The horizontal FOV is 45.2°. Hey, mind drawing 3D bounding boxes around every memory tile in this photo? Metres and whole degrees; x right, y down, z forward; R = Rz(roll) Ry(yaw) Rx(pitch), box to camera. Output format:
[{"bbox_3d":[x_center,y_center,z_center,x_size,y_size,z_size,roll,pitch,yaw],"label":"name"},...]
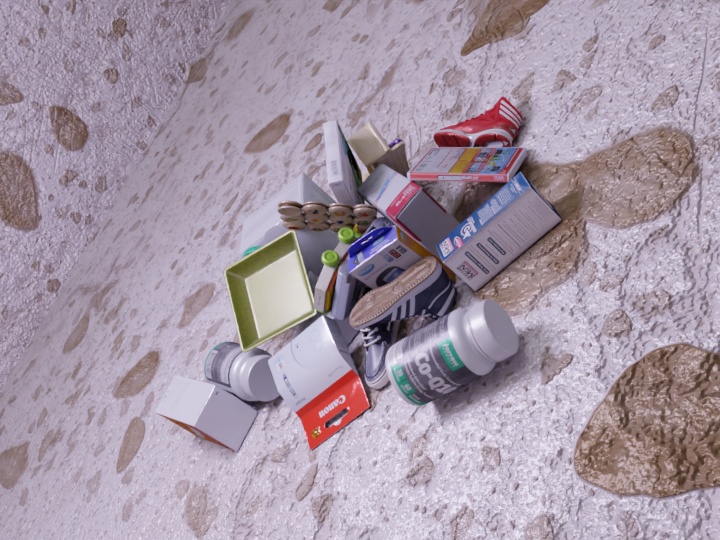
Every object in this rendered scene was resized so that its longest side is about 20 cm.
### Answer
[{"bbox_3d":[-0.064,-0.105,1.739,0.153,0.198,0.017,92,-179,-74],"label":"memory tile"}]

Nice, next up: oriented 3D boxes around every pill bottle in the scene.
[{"bbox_3d":[-0.247,0.218,1.857,0.199,0.113,0.114,6,62,54],"label":"pill bottle"},{"bbox_3d":[0.148,0.132,1.405,0.199,0.113,0.114,-33,35,30],"label":"pill bottle"}]

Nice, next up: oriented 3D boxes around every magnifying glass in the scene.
[{"bbox_3d":[-0.168,0.009,1.884,0.080,0.199,0.022,-47,24,31],"label":"magnifying glass"}]

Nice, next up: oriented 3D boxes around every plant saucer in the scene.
[{"bbox_3d":[-0.179,0.047,1.802,0.199,0.048,0.201,-28,63,22],"label":"plant saucer"}]

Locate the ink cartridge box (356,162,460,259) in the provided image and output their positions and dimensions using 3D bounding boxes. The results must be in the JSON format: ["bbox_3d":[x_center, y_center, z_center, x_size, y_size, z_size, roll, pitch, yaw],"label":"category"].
[{"bbox_3d":[0.097,-0.121,1.720,0.083,0.146,0.200,-50,31,2],"label":"ink cartridge box"}]

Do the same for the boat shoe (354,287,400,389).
[{"bbox_3d":[0.021,0.118,1.623,0.074,0.093,0.201,-26,39,36],"label":"boat shoe"}]

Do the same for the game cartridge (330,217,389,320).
[{"bbox_3d":[0.000,0.000,1.686,0.200,0.041,0.134,-54,-14,-46],"label":"game cartridge"}]

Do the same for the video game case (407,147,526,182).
[{"bbox_3d":[0.205,-0.204,1.654,0.198,0.018,0.143,3,29,24],"label":"video game case"}]

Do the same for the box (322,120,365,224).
[{"bbox_3d":[-0.030,-0.191,1.769,0.036,0.200,0.145,-10,64,9],"label":"box"}]

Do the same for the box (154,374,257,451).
[{"bbox_3d":[-0.336,0.306,1.872,0.199,0.124,0.098,1,58,54],"label":"box"}]

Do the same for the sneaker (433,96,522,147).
[{"bbox_3d":[0.252,-0.296,1.789,0.199,0.079,0.116,11,57,43],"label":"sneaker"}]

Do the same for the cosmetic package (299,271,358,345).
[{"bbox_3d":[-0.077,0.088,1.807,0.102,0.071,0.200,-51,30,1],"label":"cosmetic package"}]

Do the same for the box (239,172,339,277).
[{"bbox_3d":[-0.130,-0.070,1.918,0.198,0.200,0.131,-35,32,24],"label":"box"}]

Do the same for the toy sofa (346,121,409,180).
[{"bbox_3d":[0.047,-0.236,1.851,0.097,0.200,0.083,-33,67,-1],"label":"toy sofa"}]

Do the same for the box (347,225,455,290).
[{"bbox_3d":[0.069,-0.004,1.582,0.119,0.200,0.042,-35,44,25],"label":"box"}]

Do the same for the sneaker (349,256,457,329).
[{"bbox_3d":[0.083,0.067,1.571,0.199,0.108,0.070,-34,38,15],"label":"sneaker"}]

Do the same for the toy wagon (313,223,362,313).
[{"bbox_3d":[-0.036,-0.013,1.686,0.200,0.039,0.156,-57,-15,-38],"label":"toy wagon"}]

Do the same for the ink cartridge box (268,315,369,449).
[{"bbox_3d":[-0.083,0.212,1.645,0.160,0.047,0.201,-39,53,21],"label":"ink cartridge box"}]

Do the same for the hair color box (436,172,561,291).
[{"bbox_3d":[0.241,-0.066,1.518,0.200,0.100,0.061,-41,31,16],"label":"hair color box"}]
